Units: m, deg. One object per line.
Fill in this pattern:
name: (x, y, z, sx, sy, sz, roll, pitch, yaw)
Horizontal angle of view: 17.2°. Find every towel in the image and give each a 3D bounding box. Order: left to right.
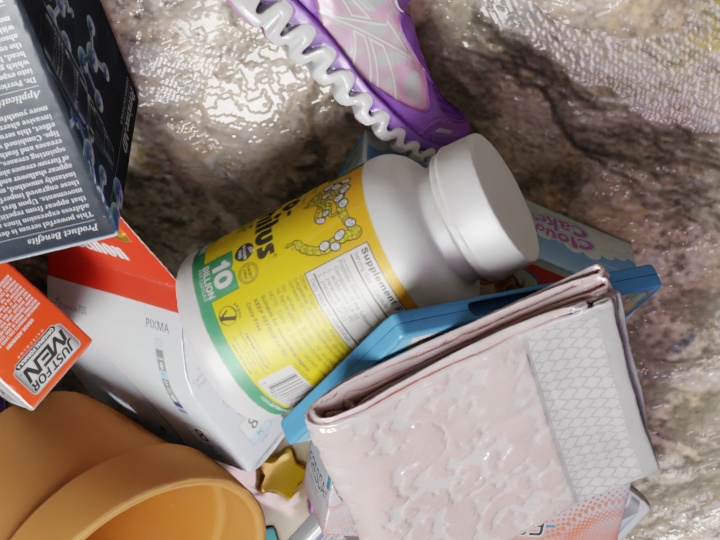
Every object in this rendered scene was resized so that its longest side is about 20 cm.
towel: (0.076, 0.099, 1.385, 0.190, 0.032, 0.200, -25, 141, -3)

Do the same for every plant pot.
plant pot: (-0.180, 0.171, 1.511, 0.200, 0.140, 0.201, -29, 142, -26)

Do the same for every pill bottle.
pill bottle: (0.000, 0.000, 1.407, 0.199, 0.113, 0.113, -27, 122, 18)

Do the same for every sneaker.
sneaker: (0.005, -0.144, 1.410, 0.088, 0.081, 0.200, -46, 120, 7)

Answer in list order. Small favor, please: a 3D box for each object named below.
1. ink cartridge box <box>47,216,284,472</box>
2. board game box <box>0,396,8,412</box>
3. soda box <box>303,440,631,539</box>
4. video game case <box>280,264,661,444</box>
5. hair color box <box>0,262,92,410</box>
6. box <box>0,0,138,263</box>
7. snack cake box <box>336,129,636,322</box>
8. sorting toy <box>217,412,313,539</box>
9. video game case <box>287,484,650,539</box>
ink cartridge box: (-0.152, 0.034, 1.495, 0.047, 0.160, 0.200, -50, 125, -20)
board game box: (-0.321, 0.115, 1.571, 0.164, 0.057, 0.201, 9, 106, -6)
soda box: (0.069, 0.126, 1.490, 0.199, 0.064, 0.069, 3, 114, -16)
video game case: (0.066, 0.050, 1.411, 0.199, 0.018, 0.143, -10, 157, -36)
hair color box: (-0.265, -0.003, 1.464, 0.200, 0.101, 0.061, 44, 78, -14)
box: (-0.214, -0.127, 1.372, 0.107, 0.149, 0.201, -12, 126, 9)
snack cake box: (0.065, 0.005, 1.522, 0.199, 0.067, 0.115, 23, 122, -16)
sorting toy: (-0.058, 0.140, 1.608, 0.180, 0.107, 0.200, 35, 102, -7)
video game case: (0.064, 0.177, 1.561, 0.182, 0.023, 0.200, 38, 100, -26)
